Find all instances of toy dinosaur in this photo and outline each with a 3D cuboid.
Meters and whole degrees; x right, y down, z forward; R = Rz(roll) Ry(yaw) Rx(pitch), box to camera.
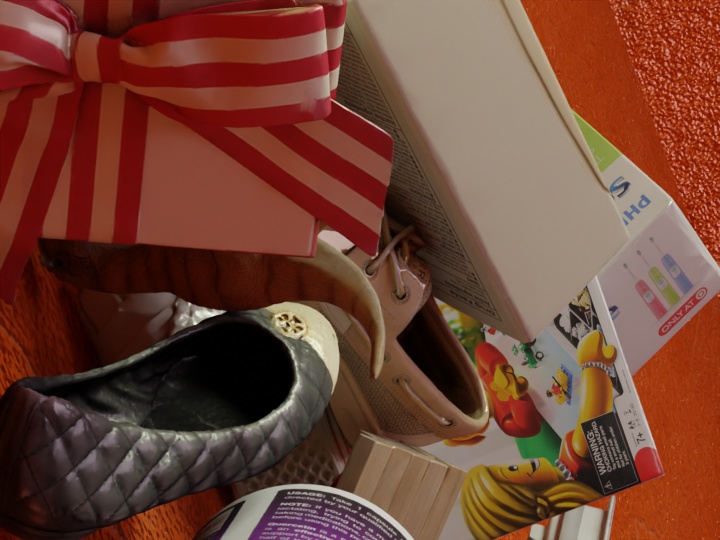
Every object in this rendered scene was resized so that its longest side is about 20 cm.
[{"bbox_3d":[-0.035,-0.007,1.154,0.060,0.199,0.107,40,66,-45],"label":"toy dinosaur"}]

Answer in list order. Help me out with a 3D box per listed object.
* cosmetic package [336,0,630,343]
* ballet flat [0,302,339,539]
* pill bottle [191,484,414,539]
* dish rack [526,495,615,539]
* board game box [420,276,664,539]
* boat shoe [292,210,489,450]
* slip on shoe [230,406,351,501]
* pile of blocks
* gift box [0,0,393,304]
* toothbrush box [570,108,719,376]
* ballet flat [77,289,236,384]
[{"bbox_3d":[0.026,-0.074,1.262,0.103,0.073,0.200,28,-24,45],"label":"cosmetic package"},{"bbox_3d":[-0.065,0.047,1.119,0.200,0.066,0.057,-27,141,-54],"label":"ballet flat"},{"bbox_3d":[-0.029,0.150,1.145,0.200,0.112,0.113,-53,123,-74],"label":"pill bottle"},{"bbox_3d":[0.085,0.211,1.543,0.200,0.043,0.173,-60,166,-73],"label":"dish rack"},{"bbox_3d":[0.048,0.021,1.388,0.035,0.126,0.201,-159,-131,-83],"label":"board game box"},{"bbox_3d":[0.000,0.000,1.275,0.072,0.065,0.201,-75,149,-44],"label":"boat shoe"},{"bbox_3d":[-0.039,0.044,1.353,0.061,0.074,0.201,-52,128,-81],"label":"slip on shoe"},{"bbox_3d":[-0.010,0.157,1.302,0.082,0.062,0.201,-9,111,-37],"label":"pile of blocks"},{"bbox_3d":[-0.081,-0.101,1.065,0.187,0.183,0.201,-92,-177,-58],"label":"gift box"},{"bbox_3d":[0.059,-0.018,1.503,0.200,0.146,0.086,44,-2,41],"label":"toothbrush box"},{"bbox_3d":[-0.089,0.003,1.251,0.201,0.071,0.072,-97,162,-47],"label":"ballet flat"}]
